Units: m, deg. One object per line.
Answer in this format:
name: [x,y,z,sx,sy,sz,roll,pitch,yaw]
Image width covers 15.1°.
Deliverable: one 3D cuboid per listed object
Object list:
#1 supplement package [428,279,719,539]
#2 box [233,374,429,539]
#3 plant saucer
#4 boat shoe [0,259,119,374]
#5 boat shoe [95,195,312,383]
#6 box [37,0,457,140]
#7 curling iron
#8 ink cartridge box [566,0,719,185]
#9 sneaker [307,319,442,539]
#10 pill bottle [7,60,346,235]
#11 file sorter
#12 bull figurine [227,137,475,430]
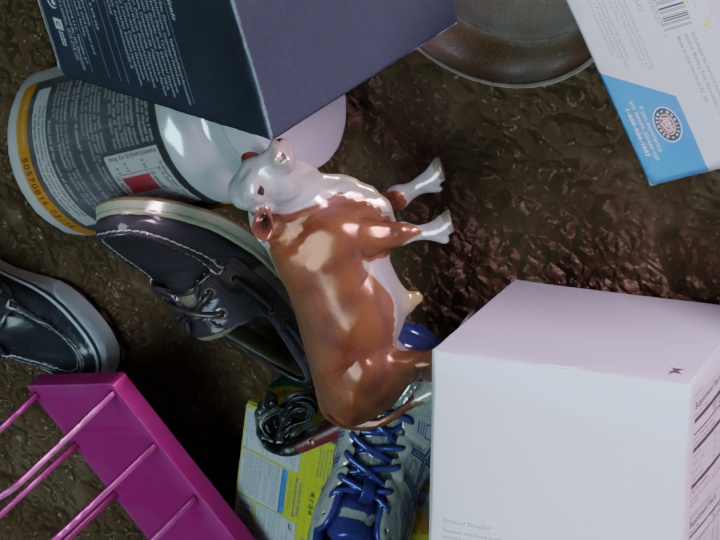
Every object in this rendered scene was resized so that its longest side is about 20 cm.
supplement package: [0.133,0.127,1.565,0.152,0.151,0.200,7,108,20]
box: [0.013,0.161,1.789,0.200,0.048,0.117,27,129,24]
plant saucer: [0.074,-0.199,1.528,0.200,0.032,0.200,21,128,29]
boat shoe: [-0.262,0.028,1.891,0.200,0.068,0.072,31,131,16]
boat shoe: [-0.086,0.013,1.684,0.072,0.065,0.200,-6,154,41]
box: [-0.071,-0.170,1.538,0.200,0.148,0.107,20,134,46]
curling iron: [0.016,0.077,1.715,0.200,0.026,0.050,-19,137,25]
ink cartridge box: [0.230,-0.143,1.387,0.200,0.125,0.129,-13,108,40]
sneaker: [0.012,0.130,1.680,0.075,0.088,0.200,13,115,6]
pill bottle: [-0.113,-0.091,1.677,0.200,0.116,0.116,-10,111,40]
file sorter: [-0.172,0.184,1.837,0.200,0.125,0.139,53,155,-17]
bull figurine: [0.000,0.000,1.591,0.121,0.065,0.200,-13,117,6]
